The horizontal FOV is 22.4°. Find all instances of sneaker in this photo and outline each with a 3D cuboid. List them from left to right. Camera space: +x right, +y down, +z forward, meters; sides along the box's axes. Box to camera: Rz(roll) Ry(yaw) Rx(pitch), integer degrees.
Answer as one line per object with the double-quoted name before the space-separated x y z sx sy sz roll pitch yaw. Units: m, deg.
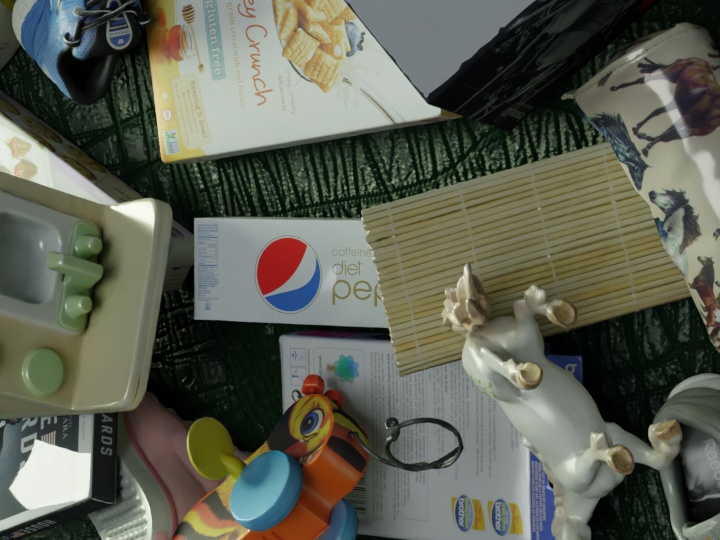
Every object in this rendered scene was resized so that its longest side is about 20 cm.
"sneaker" -0.157 -0.181 1.112 0.089 0.078 0.201 56 148 26
"sneaker" -0.127 0.122 1.166 0.200 0.104 0.076 53 127 47
"sneaker" 0.206 0.155 0.973 0.075 0.092 0.201 -32 80 25

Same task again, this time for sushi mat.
"sushi mat" 0.105 -0.013 1.003 0.198 0.012 0.096 -15 93 -1

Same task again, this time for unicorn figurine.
"unicorn figurine" 0.106 0.087 0.963 0.201 0.073 0.137 65 160 4

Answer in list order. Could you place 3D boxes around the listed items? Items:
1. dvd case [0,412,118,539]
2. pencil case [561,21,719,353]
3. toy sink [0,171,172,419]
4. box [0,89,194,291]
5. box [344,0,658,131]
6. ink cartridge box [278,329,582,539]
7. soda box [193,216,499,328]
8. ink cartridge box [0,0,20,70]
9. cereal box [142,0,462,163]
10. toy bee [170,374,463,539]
"dvd case" -0.224 0.100 1.179 0.199 0.025 0.151 -24 59 41
"pencil case" 0.188 -0.030 0.960 0.201 0.078 0.089 62 151 -2
"toy sink" -0.224 0.015 1.107 0.199 0.112 0.131 -6 71 46
"box" -0.192 -0.056 1.196 0.200 0.041 0.039 36 109 22
"box" 0.093 -0.173 0.931 0.182 0.200 0.104 -40 80 13
"ink cartridge box" 0.046 0.100 1.083 0.199 0.042 0.120 2 96 30
"soda box" 0.000 0.000 1.083 0.199 0.068 0.064 2 93 28
"ink cartridge box" -0.277 -0.227 1.169 0.147 0.144 0.200 49 114 15
"cereal box" -0.039 -0.149 1.109 0.199 0.039 0.145 -8 89 28
"toy bee" -0.031 0.121 1.055 0.199 0.109 0.131 -19 127 7
